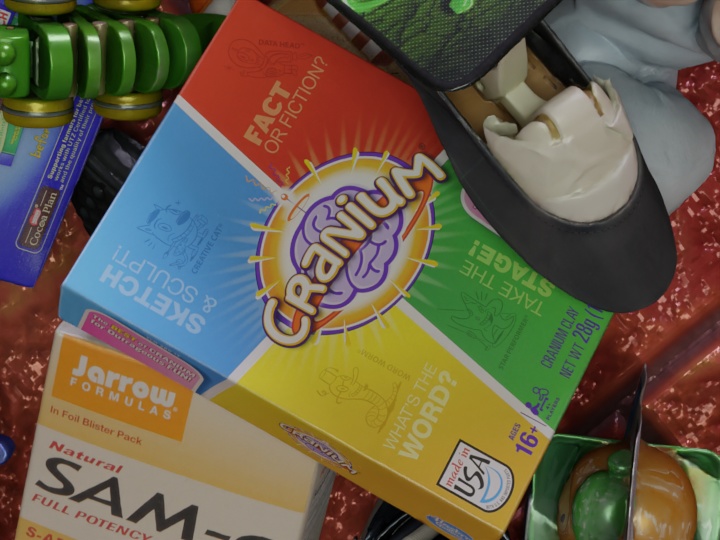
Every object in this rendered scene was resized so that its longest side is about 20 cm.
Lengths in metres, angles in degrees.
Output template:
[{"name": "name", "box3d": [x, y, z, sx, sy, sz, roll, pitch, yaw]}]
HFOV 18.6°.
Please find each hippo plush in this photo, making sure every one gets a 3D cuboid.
[{"name": "hippo plush", "box3d": [0.109, -0.113, 0.932, 0.158, 0.201, 0.161, 19, 127, -38]}]

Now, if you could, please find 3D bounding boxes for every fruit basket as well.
[{"name": "fruit basket", "box3d": [0.104, 0.144, 0.954, 0.093, 0.200, 0.187, 7, 98, 12]}]

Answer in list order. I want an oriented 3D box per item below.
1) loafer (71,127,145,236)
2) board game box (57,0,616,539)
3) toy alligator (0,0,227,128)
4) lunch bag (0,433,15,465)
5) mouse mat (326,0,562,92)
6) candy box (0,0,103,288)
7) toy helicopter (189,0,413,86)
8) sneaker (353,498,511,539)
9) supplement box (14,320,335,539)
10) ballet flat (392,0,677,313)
[{"name": "loafer", "box3d": [-0.049, 0.004, 1.003, 0.200, 0.068, 0.071, 41, 62, -2]}, {"name": "board game box", "box3d": [0.000, 0.000, 0.894, 0.199, 0.040, 0.154, 28, 68, 2]}, {"name": "toy alligator", "box3d": [-0.134, -0.087, 0.900, 0.198, 0.054, 0.060, -8, 110, -30]}, {"name": "lunch bag", "box3d": [-0.248, 0.090, 0.974, 0.198, 0.094, 0.152, -6, 97, 8]}, {"name": "mouse mat", "box3d": [0.048, -0.178, 0.849, 0.161, 0.008, 0.200, 41, 79, 21]}, {"name": "candy box", "box3d": [-0.205, -0.105, 0.931, 0.199, 0.077, 0.170, 19, 97, -36]}, {"name": "toy helicopter", "box3d": [-0.015, -0.126, 0.990, 0.131, 0.079, 0.202, 16, 86, 5]}, {"name": "sneaker", "box3d": [0.011, 0.184, 0.983, 0.076, 0.146, 0.204, 20, 98, -6]}, {"name": "supplement box", "box3d": [-0.084, 0.118, 0.969, 0.125, 0.074, 0.202, 17, 114, 7]}, {"name": "ballet flat", "box3d": [0.059, -0.070, 0.859, 0.073, 0.073, 0.201, -36, 86, 3]}]
